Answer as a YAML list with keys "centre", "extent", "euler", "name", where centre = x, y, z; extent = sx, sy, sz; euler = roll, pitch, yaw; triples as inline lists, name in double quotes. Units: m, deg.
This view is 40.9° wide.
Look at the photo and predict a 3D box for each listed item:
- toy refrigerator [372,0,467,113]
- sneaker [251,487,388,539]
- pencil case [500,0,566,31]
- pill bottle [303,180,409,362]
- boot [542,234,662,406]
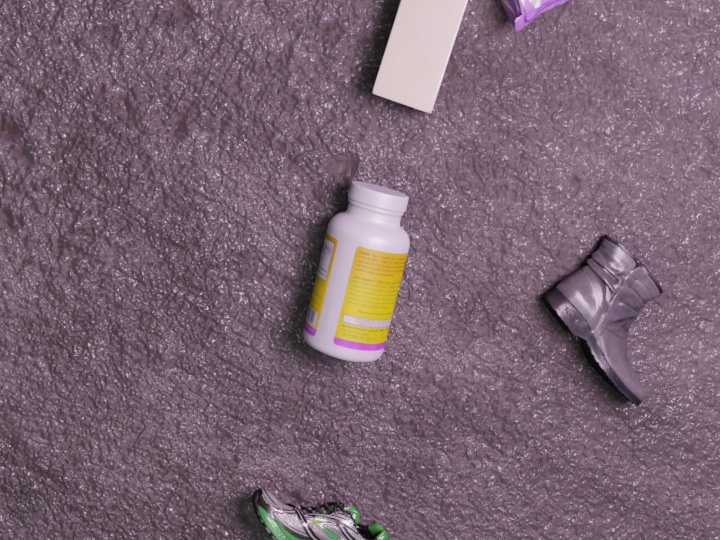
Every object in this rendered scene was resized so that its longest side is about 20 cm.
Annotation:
- centre: [0.079, -0.293, 1.131]
  extent: [0.075, 0.070, 0.203]
  euler: [17, 100, 0]
  name: "toy refrigerator"
- centre: [-0.053, 0.328, 1.256]
  extent: [0.198, 0.078, 0.086]
  euler: [29, 92, -18]
  name: "sneaker"
- centre: [0.256, -0.348, 1.119]
  extent: [0.197, 0.084, 0.087]
  euler: [-21, 72, 3]
  name: "pencil case"
- centre: [0.000, 0.000, 1.167]
  extent: [0.102, 0.104, 0.203]
  euler: [13, 101, -6]
  name: "pill bottle"
- centre: [0.335, 0.065, 1.224]
  extent: [0.131, 0.070, 0.201]
  euler: [-40, 106, 0]
  name: "boot"
